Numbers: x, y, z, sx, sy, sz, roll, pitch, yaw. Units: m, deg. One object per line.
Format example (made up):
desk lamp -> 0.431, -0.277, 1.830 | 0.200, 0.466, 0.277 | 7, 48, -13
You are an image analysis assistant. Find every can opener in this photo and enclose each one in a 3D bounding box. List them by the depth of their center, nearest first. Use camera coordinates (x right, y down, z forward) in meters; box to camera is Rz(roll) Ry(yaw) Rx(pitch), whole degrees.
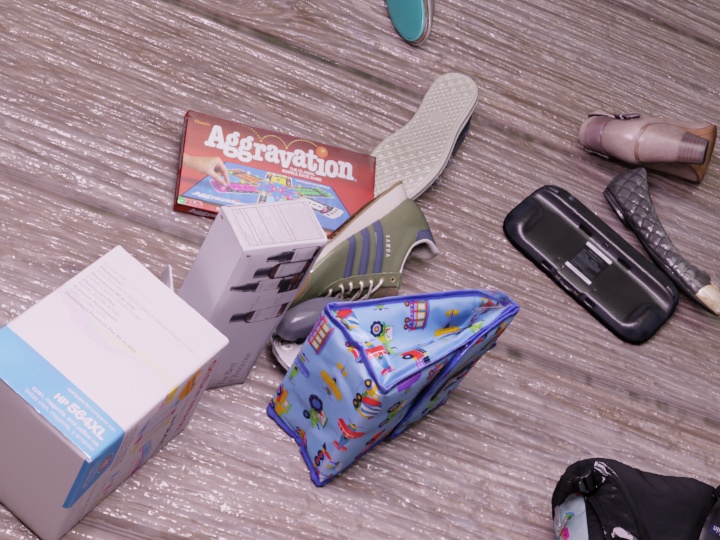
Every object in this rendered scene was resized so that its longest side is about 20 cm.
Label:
can opener -> 0.010, 0.056, 1.402 | 0.199, 0.067, 0.053 | -5, 54, -32

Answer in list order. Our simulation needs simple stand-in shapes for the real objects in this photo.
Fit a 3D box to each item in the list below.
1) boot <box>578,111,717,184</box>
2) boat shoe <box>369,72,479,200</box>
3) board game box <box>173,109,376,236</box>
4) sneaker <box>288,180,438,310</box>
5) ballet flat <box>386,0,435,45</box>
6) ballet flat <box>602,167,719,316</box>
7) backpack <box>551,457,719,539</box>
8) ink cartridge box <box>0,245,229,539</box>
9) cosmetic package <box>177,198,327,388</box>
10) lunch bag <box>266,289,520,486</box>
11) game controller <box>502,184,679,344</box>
boot -> 0.331, -0.150, 1.762 | 0.146, 0.071, 0.200 | 13, 3, 16
boat shoe -> 0.064, -0.124, 1.601 | 0.074, 0.062, 0.200 | 25, 56, 16
board game box -> -0.081, -0.087, 1.495 | 0.199, 0.019, 0.103 | 12, 64, -19
sneaker -> 0.000, 0.000, 1.446 | 0.200, 0.067, 0.090 | -41, 96, -34
ballet flat -> 0.055, -0.344, 1.795 | 0.064, 0.067, 0.200 | 1, 51, -39
ballet flat -> 0.336, -0.033, 1.661 | 0.200, 0.057, 0.066 | 56, 7, 26
backpack -> 0.239, 0.272, 1.290 | 0.166, 0.127, 0.201 | 9, 47, -6
ink cartridge box -> -0.208, 0.089, 1.205 | 0.125, 0.129, 0.200 | 40, 44, 9
cosmetic package -> -0.105, 0.025, 1.268 | 0.082, 0.200, 0.051 | -6, 55, -33
lunch bag -> 0.040, 0.084, 1.332 | 0.199, 0.151, 0.094 | -18, 61, -38
game controller -> 0.245, -0.008, 1.620 | 0.200, 0.042, 0.104 | 42, 59, 12
